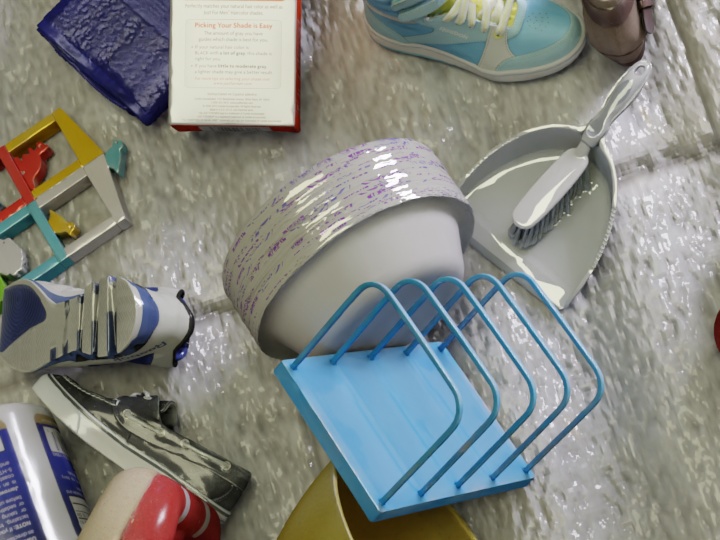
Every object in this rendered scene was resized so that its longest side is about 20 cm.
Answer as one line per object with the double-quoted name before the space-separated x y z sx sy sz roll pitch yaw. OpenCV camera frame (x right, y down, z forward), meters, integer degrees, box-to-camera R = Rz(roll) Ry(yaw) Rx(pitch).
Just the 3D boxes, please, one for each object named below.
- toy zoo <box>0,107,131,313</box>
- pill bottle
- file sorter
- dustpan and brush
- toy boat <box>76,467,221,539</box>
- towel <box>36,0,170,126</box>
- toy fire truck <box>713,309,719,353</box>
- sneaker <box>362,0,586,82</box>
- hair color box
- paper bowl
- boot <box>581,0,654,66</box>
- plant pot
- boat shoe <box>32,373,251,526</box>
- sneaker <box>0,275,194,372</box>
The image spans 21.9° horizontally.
"toy zoo" -0.290 -0.055 1.644 0.199 0.020 0.132 -34 67 1
"pill bottle" -0.271 0.220 1.492 0.119 0.120 0.201 -26 67 4
"file sorter" 0.066 0.083 1.392 0.123 0.199 0.139 -50 63 30
"dustpan and brush" 0.173 -0.086 1.516 0.139 0.057 0.200 39 84 22
"toy boat" -0.137 0.230 1.375 0.130 0.200 0.131 24 79 18
"towel" -0.174 -0.239 1.667 0.148 0.050 0.200 41 85 15
"toy fire truck" 0.370 0.017 1.415 0.167 0.112 0.201 16 76 -1
"sneaker" 0.085 -0.222 1.547 0.198 0.131 0.080 9 72 16
"hair color box" -0.106 -0.221 1.594 0.110 0.064 0.202 1 90 2
"paper bowl" 0.000 0.000 1.454 0.200 0.201 0.105 -34 67 1
"boot" 0.207 -0.265 1.522 0.070 0.146 0.202 -11 69 12
"plant pot" 0.000 0.252 1.391 0.142 0.200 0.201 -40 65 20
"boat shoe" -0.178 0.132 1.524 0.199 0.072 0.068 33 84 19
"sneaker" -0.208 0.051 1.557 0.199 0.115 0.081 -4 79 44
